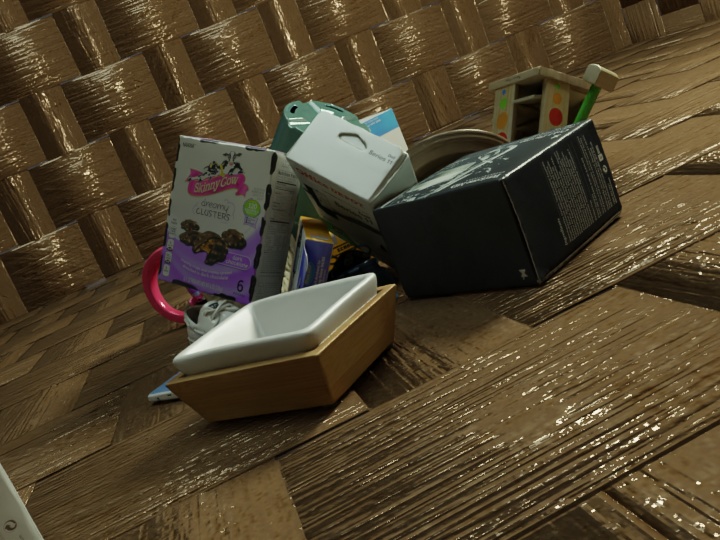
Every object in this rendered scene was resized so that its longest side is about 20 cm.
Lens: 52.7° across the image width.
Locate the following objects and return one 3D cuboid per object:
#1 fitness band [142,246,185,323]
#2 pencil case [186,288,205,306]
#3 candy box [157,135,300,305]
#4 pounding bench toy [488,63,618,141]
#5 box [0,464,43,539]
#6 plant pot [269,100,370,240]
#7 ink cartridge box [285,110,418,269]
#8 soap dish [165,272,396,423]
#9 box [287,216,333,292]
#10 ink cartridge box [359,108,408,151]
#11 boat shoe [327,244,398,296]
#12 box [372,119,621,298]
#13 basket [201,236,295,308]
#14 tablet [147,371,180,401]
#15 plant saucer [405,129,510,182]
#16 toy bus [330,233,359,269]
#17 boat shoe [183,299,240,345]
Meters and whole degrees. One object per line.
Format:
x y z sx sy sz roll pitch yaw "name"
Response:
-0.292 0.016 1.263 0.199 0.145 0.037 -18 14 25 "fitness band"
-0.265 -0.005 1.464 0.199 0.089 0.088 -28 13 -10 "pencil case"
-0.176 -0.069 0.978 0.167 0.202 0.071 13 6 29 "candy box"
0.299 -0.219 1.122 0.123 0.157 0.200 8 -4 -28 "pounding bench toy"
-0.362 0.229 0.555 0.199 0.107 0.152 -30 14 -33 "box"
-0.079 -0.163 1.216 0.199 0.197 0.201 15 33 -10 "plant pot"
0.004 -0.100 0.963 0.146 0.200 0.083 31 76 27 "ink cartridge box"
-0.072 0.079 0.728 0.199 0.082 0.157 -15 14 34 "soap dish"
-0.067 0.005 0.941 0.041 0.120 0.200 9 12 -10 "box"
0.017 -0.220 1.584 0.144 0.201 0.147 -32 15 -29 "ink cartridge box"
0.000 0.000 0.966 0.084 0.069 0.200 -27 12 -20 "boat shoe"
0.159 -0.069 0.848 0.199 0.125 0.196 -9 20 49 "box"
-0.183 -0.025 1.128 0.135 0.201 0.124 -19 19 18 "basket"
-0.169 0.110 0.941 0.129 0.014 0.200 -16 13 33 "tablet"
0.137 -0.118 1.036 0.199 0.200 0.030 -19 51 18 "plant saucer"
0.009 -0.056 1.172 0.199 0.079 0.065 -27 12 -16 "toy bus"
-0.184 0.072 0.943 0.073 0.066 0.199 -31 13 -35 "boat shoe"
